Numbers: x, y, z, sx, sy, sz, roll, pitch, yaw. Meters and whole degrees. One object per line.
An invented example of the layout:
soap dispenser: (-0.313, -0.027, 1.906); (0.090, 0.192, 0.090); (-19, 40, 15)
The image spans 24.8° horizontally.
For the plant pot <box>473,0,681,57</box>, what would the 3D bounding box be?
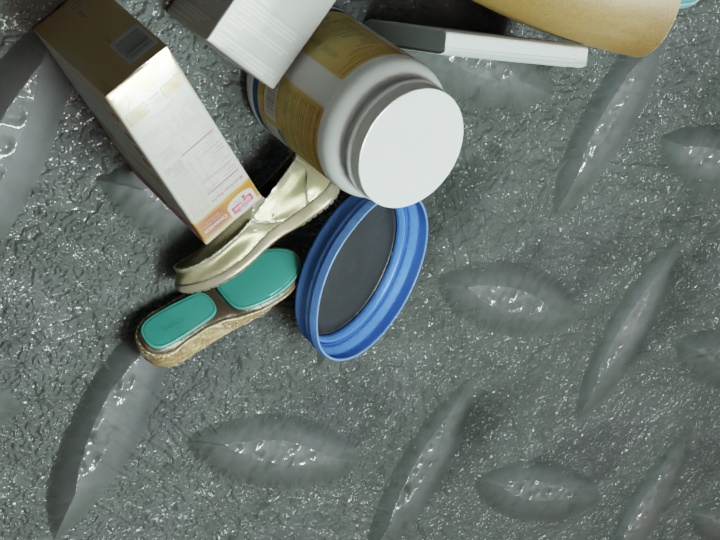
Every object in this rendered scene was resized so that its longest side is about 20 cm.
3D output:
plant pot: (0.207, -0.320, 1.695); (0.198, 0.187, 0.188); (0, 119, -19)

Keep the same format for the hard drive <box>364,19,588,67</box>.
hard drive: (0.120, -0.235, 1.698); (0.199, 0.131, 0.027); (-1, 102, -38)

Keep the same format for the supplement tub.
supplement tub: (-0.006, -0.160, 1.596); (0.144, 0.200, 0.146); (-20, 129, -27)

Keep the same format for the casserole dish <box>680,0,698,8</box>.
casserole dish: (0.341, -0.352, 1.867); (0.199, 0.039, 0.122); (-5, 121, -38)

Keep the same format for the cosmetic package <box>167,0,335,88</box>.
cosmetic package: (-0.076, -0.287, 1.541); (0.201, 0.090, 0.107); (-55, 136, 1)

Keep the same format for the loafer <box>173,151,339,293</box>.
loafer: (-0.116, -0.052, 1.676); (0.199, 0.076, 0.069); (-37, 105, -5)

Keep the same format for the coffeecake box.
coffeecake box: (-0.192, -0.142, 1.492); (0.073, 0.153, 0.201); (-40, 136, -9)

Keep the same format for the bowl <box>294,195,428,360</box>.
bowl: (0.000, 0.000, 1.784); (0.200, 0.039, 0.202); (-40, 145, -37)

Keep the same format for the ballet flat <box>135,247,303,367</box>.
ballet flat: (-0.149, 0.040, 1.725); (0.199, 0.071, 0.065); (-26, 158, -20)
